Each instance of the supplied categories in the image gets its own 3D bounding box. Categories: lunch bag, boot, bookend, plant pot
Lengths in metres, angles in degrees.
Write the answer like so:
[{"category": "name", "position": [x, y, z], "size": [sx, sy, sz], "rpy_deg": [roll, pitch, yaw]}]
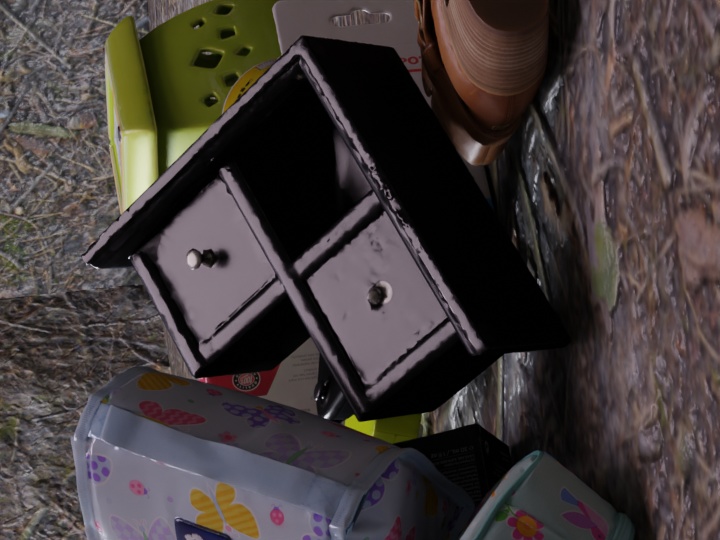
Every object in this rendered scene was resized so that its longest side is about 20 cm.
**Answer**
[{"category": "lunch bag", "position": [-0.051, 0.132, 1.074], "size": [0.200, 0.168, 0.128], "rpy_deg": [53, -126, -65]}, {"category": "boot", "position": [0.053, -0.168, 1.083], "size": [0.155, 0.073, 0.202], "rpy_deg": [97, 167, -66]}, {"category": "bookend", "position": [-0.024, 0.012, 1.103], "size": [0.200, 0.092, 0.200], "rpy_deg": [-40, 69, 29]}, {"category": "plant pot", "position": [-0.151, -0.133, 1.940], "size": [0.200, 0.180, 0.201], "rpy_deg": [95, 164, -45]}, {"category": "lunch bag", "position": [0.057, 0.192, 1.000], "size": [0.201, 0.077, 0.161], "rpy_deg": [-55, -6, -21]}]

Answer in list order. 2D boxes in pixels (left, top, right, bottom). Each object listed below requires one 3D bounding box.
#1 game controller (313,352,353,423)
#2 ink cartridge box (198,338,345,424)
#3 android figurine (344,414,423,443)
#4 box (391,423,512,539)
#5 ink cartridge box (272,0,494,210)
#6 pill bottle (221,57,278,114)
[{"category": "game controller", "position": [0.000, 0.000, 1.310], "size": [0.105, 0.042, 0.201], "rpy_deg": [110, 167, -48]}, {"category": "ink cartridge box", "position": [-0.053, 0.155, 1.651], "size": [0.083, 0.144, 0.202], "rpy_deg": [161, 103, -79]}, {"category": "android figurine", "position": [0.024, 0.059, 1.345], "size": [0.182, 0.041, 0.202], "rpy_deg": [150, 128, -79]}, {"category": "box", "position": [-0.002, 0.187, 1.197], "size": [0.079, 0.198, 0.142], "rpy_deg": [41, -142, -65]}, {"category": "ink cartridge box", "position": [0.010, -0.073, 1.244], "size": [0.068, 0.114, 0.201], "rpy_deg": [101, 161, -58]}, {"category": "pill bottle", "position": [-0.052, -0.112, 1.592], "size": [0.200, 0.110, 0.112], "rpy_deg": [-139, 44, -77]}]
